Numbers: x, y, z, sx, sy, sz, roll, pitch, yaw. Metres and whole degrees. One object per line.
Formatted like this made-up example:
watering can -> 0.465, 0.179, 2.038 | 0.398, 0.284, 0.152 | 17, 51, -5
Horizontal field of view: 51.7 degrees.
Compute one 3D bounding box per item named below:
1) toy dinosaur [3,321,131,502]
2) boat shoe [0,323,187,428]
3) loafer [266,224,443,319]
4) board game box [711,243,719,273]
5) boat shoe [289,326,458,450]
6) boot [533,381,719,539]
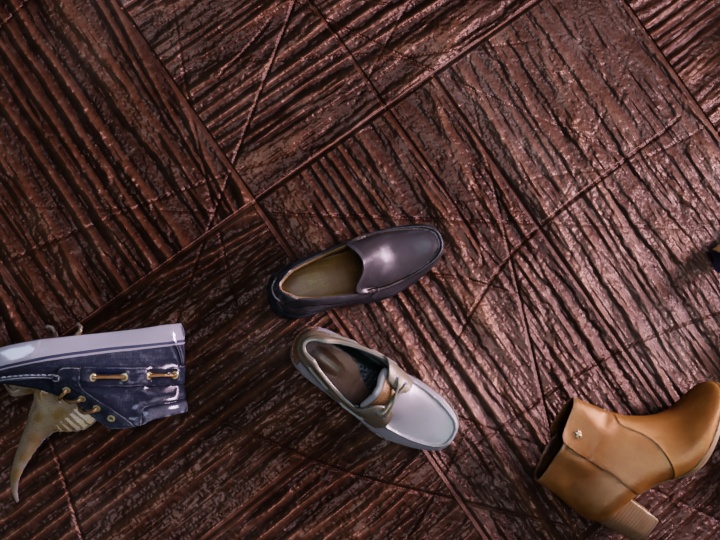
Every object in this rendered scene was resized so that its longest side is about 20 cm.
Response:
toy dinosaur -> -0.303, 0.123, 0.721 | 0.101, 0.058, 0.201 | 40, 81, -3
boat shoe -> -0.255, 0.105, 0.683 | 0.197, 0.071, 0.093 | -6, 87, -27
loafer -> 0.000, 0.000, 0.766 | 0.197, 0.072, 0.074 | -23, 86, -10
board game box -> 0.510, -0.041, 0.809 | 0.198, 0.135, 0.035 | -34, 123, -9
boat shoe -> 0.015, 0.125, 0.757 | 0.198, 0.068, 0.076 | 28, 81, -4
boot -> 0.284, 0.171, 0.786 | 0.143, 0.071, 0.203 | 35, 86, -6
